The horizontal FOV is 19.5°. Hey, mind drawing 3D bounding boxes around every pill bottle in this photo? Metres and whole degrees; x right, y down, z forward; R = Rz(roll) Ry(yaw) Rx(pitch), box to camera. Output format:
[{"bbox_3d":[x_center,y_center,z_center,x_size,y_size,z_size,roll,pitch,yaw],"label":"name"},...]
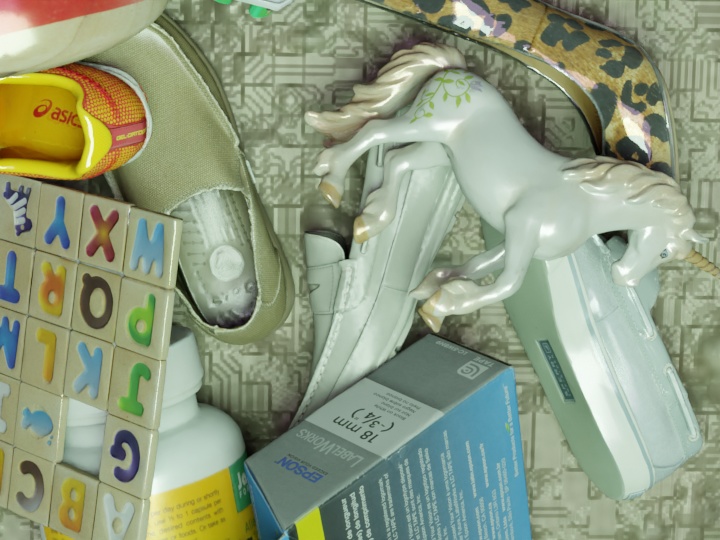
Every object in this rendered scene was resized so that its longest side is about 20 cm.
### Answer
[{"bbox_3d":[-0.107,0.135,1.078,0.113,0.113,0.200,-12,100,-2],"label":"pill bottle"}]

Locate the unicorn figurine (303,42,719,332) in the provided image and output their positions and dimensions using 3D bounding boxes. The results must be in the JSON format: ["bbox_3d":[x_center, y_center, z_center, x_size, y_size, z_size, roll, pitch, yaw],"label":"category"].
[{"bbox_3d":[0.071,-0.034,1.016,0.137,0.074,0.200,-38,85,-5],"label":"unicorn figurine"}]

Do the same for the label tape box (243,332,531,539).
[{"bbox_3d":[-0.004,0.142,1.038,0.200,0.063,0.144,-33,129,-34],"label":"label tape box"}]

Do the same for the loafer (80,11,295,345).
[{"bbox_3d":[-0.090,-0.051,1.070,0.076,0.067,0.200,-30,100,1],"label":"loafer"}]

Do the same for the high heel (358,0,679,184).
[{"bbox_3d":[0.078,-0.091,1.069,0.142,0.071,0.200,-16,85,-7],"label":"high heel"}]

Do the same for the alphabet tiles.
[{"bbox_3d":[-0.165,0.038,1.038,0.008,0.200,0.167,-2,103,-47],"label":"alphabet tiles"}]

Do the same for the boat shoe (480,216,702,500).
[{"bbox_3d":[0.124,0.019,1.104,0.071,0.070,0.201,-25,99,-20],"label":"boat shoe"}]

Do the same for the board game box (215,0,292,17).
[{"bbox_3d":[-0.120,-0.228,0.995,0.200,0.026,0.200,13,65,-15],"label":"board game box"}]

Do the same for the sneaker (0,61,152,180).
[{"bbox_3d":[-0.202,-0.084,1.031,0.200,0.077,0.073,4,102,22],"label":"sneaker"}]

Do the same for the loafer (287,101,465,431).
[{"bbox_3d":[0.000,0.000,1.088,0.070,0.070,0.200,23,90,-2],"label":"loafer"}]

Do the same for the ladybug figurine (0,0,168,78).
[{"bbox_3d":[-0.187,-0.145,1.010,0.200,0.136,0.072,-9,124,-9],"label":"ladybug figurine"}]
